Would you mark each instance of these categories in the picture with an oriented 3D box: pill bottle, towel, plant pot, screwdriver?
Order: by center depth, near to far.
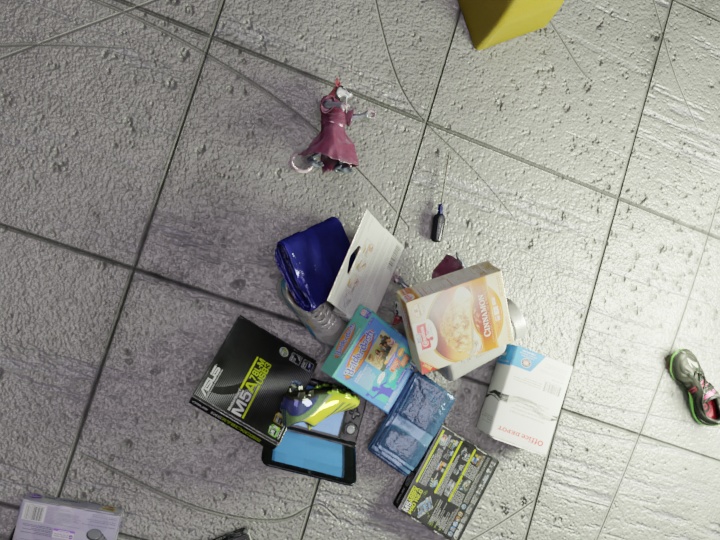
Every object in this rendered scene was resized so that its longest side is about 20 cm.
[{"bbox_3d":[-0.086,-0.016,1.376,0.199,0.049,0.150,-32,101,-52],"label":"towel"},{"bbox_3d":[0.111,0.323,1.445,0.111,0.049,0.202,33,82,4],"label":"towel"},{"bbox_3d":[0.329,-0.624,1.450,0.191,0.200,0.199,-22,92,-11],"label":"plant pot"},{"bbox_3d":[0.248,0.142,1.453,0.197,0.114,0.116,-26,93,-11],"label":"pill bottle"},{"bbox_3d":[0.177,-0.162,1.495,0.029,0.028,0.204,3,85,18],"label":"screwdriver"}]

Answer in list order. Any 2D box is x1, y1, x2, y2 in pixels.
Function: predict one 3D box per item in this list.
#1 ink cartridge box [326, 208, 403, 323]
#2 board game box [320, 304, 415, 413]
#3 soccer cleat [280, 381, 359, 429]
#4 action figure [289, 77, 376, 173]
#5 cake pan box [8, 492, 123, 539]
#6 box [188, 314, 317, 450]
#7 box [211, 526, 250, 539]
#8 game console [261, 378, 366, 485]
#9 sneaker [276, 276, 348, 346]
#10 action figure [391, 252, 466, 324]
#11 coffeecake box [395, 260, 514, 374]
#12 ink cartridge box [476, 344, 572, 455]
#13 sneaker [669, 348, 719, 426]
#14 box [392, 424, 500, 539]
[{"bbox_3d":[0.000,0.000,1.381,0.176,0.044,0.203,41,68,-51],"label":"ink cartridge box"},{"bbox_3d":[0.029,0.185,1.395,0.200,0.045,0.153,41,79,-41],"label":"board game box"},{"bbox_3d":[-0.081,0.271,1.349,0.198,0.064,0.085,9,95,-48],"label":"soccer cleat"},{"bbox_3d":[-0.057,-0.303,1.433,0.147,0.133,0.204,-8,74,31],"label":"action figure"},{"bbox_3d":[-0.577,0.540,1.310,0.196,0.052,0.188,12,84,-11],"label":"cake pan box"},{"bbox_3d":[-0.208,0.220,1.348,0.192,0.048,0.202,33,53,-8],"label":"box"},{"bbox_3d":[-0.271,0.643,1.367,0.155,0.050,0.204,-17,92,-11],"label":"box"},{"bbox_3d":[-0.088,0.317,1.379,0.197,0.118,0.174,16,85,-11],"label":"game console"},{"bbox_3d":[-0.092,0.088,1.405,0.199,0.081,0.077,42,80,-8],"label":"sneaker"},{"bbox_3d":[0.151,0.060,1.433,0.199,0.134,0.149,-37,114,6],"label":"action figure"},{"bbox_3d":[0.185,0.090,1.329,0.197,0.073,0.156,-18,110,-8],"label":"coffeecake box"},{"bbox_3d":[0.356,0.279,1.485,0.142,0.084,0.203,21,84,-10],"label":"ink cartridge box"},{"bbox_3d":[0.788,0.267,1.572,0.076,0.084,0.202,-32,94,-11],"label":"sneaker"},{"bbox_3d":[0.186,0.457,1.467,0.159,0.044,0.202,31,82,-8],"label":"box"}]
